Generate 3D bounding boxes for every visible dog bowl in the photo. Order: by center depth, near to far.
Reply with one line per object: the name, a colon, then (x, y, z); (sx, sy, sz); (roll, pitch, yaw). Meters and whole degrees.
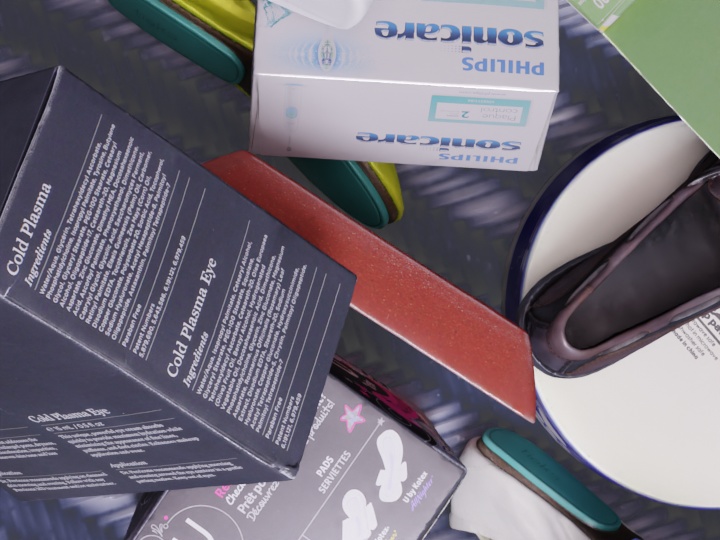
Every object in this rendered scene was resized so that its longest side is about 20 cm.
dog bowl: (0.174, 0.020, 1.333); (0.199, 0.079, 0.201); (0, 93, -2)

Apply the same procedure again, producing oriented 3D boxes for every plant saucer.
plant saucer: (0.000, 0.000, 1.266); (0.200, 0.200, 0.037); (34, 90, -3)

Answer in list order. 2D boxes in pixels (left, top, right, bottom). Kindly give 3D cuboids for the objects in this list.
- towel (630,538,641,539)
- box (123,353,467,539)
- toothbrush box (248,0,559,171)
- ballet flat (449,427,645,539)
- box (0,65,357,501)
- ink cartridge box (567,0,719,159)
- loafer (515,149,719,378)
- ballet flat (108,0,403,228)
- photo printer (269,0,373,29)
towel: (0.153, 0.243, 1.247); (0.144, 0.024, 0.201); (22, 97, 2)
box: (-0.035, 0.105, 1.268); (0.115, 0.200, 0.132); (35, 90, -4)
toothbrush box: (0.021, -0.157, 1.280); (0.146, 0.085, 0.201); (4, 65, -2)
ballet flat: (0.124, 0.156, 1.320); (0.200, 0.069, 0.070); (34, 91, 28)
box: (-0.139, 0.013, 1.141); (0.182, 0.200, 0.104); (35, 61, -36)
ink cartridge box: (0.157, -0.160, 1.246); (0.200, 0.048, 0.146); (44, 55, 1)
loafer: (0.167, -0.011, 1.255); (0.200, 0.063, 0.072); (-34, 94, -5)
ballet flat: (-0.041, -0.109, 1.333); (0.200, 0.067, 0.067); (41, 69, -1)
photo printer: (-0.027, -0.228, 1.225); (0.166, 0.070, 0.200); (24, 66, 11)
